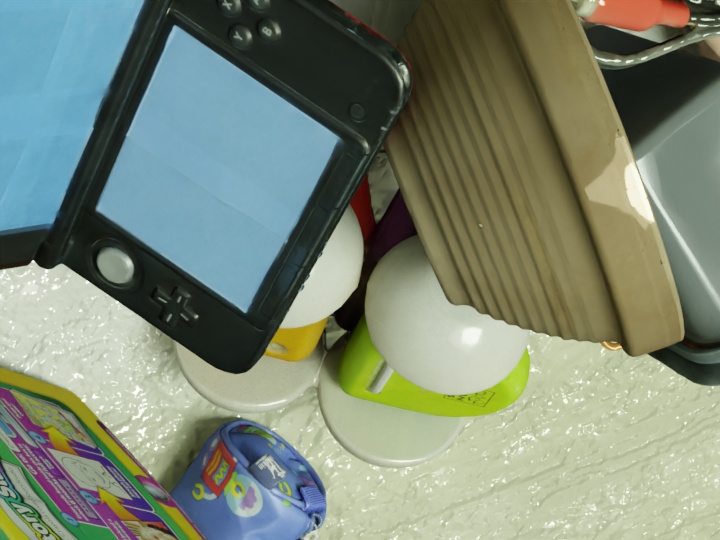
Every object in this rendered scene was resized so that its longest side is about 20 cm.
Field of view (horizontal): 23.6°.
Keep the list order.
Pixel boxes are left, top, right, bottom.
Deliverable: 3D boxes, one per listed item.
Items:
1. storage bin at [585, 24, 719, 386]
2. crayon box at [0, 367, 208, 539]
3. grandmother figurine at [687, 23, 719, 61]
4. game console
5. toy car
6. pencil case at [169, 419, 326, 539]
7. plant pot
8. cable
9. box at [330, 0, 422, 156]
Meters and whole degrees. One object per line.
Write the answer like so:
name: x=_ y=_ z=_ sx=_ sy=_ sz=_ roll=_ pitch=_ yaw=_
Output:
storage bin: x=0.154 y=-0.043 z=0.932 sx=0.145 sy=0.200 sz=0.135 roll=-38 pitch=115 yaw=-6
crayon box: x=-0.155 y=0.117 z=0.816 sx=0.058 sy=0.200 sz=0.172 roll=-54 pitch=144 yaw=7
grandmother figurine: x=0.216 y=-0.113 z=0.970 sx=0.060 sy=0.122 sz=0.200 roll=-18 pitch=151 yaw=16
game console: x=-0.102 y=-0.037 z=0.715 sx=0.172 sy=0.119 sz=0.200 roll=34 pitch=130 yaw=3
toy car: x=0.000 y=0.000 z=0.895 sx=0.199 sy=0.151 sz=0.175 roll=21 pitch=151 yaw=-3
pencil case: x=-0.092 y=0.182 z=0.980 sx=0.201 sy=0.087 sz=0.078 roll=-57 pitch=150 yaw=10
plant pot: x=0.063 y=-0.048 z=0.756 sx=0.092 sy=0.201 sz=0.201 roll=-21 pitch=124 yaw=6
cable: x=0.177 y=-0.126 z=0.824 sx=0.199 sy=0.050 sz=0.098 roll=17 pitch=98 yaw=-13
box: x=-0.009 y=-0.156 z=0.796 sx=0.116 sy=0.060 sz=0.201 roll=-2 pitch=116 yaw=-26
